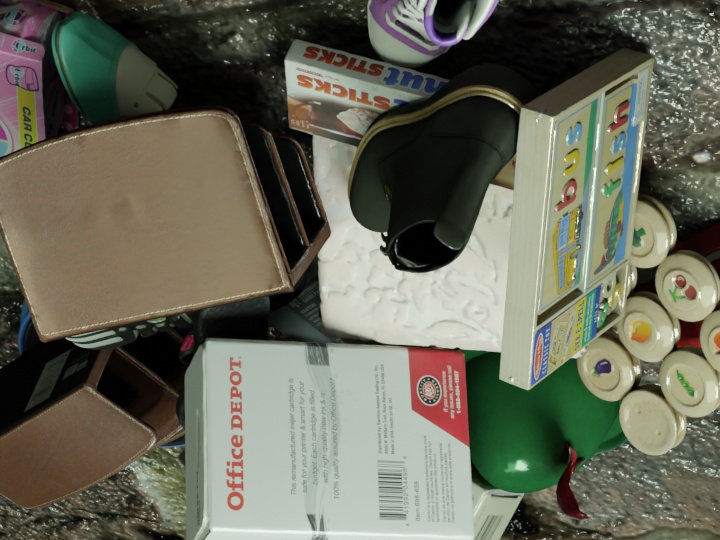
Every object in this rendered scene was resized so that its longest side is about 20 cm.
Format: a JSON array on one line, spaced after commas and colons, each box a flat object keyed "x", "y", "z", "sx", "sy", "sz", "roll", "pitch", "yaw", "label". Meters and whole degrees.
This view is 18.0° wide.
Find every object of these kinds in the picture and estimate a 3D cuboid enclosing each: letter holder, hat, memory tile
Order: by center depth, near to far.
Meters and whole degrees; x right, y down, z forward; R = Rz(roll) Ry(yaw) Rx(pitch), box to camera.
[{"x": -0.144, "y": -0.051, "z": 1.591, "sx": 0.199, "sy": 0.101, "sz": 0.143, "roll": -12, "pitch": 110, "yaw": 21, "label": "letter holder"}, {"x": 0.186, "y": 0.021, "z": 1.602, "sx": 0.200, "sy": 0.017, "sz": 0.153, "roll": 52, "pitch": 135, "yaw": 12, "label": "memory tile"}, {"x": 0.121, "y": 0.161, "z": 1.695, "sx": 0.164, "sy": 0.177, "sz": 0.200, "roll": -6, "pitch": 143, "yaw": 20, "label": "hat"}, {"x": -0.210, "y": 0.127, "z": 1.858, "sx": 0.142, "sy": 0.101, "sz": 0.200, "roll": 39, "pitch": 137, "yaw": -22, "label": "letter holder"}]

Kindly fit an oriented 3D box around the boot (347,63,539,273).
[{"x": 0.028, "y": -0.041, "z": 1.493, "sx": 0.077, "sy": 0.139, "sz": 0.200, "roll": 31, "pitch": 147, "yaw": -10, "label": "boot"}]

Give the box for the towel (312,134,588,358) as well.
[{"x": 0.063, "y": -0.034, "z": 1.614, "sx": 0.199, "sy": 0.032, "sz": 0.192, "roll": 4, "pitch": 111, "yaw": 19, "label": "towel"}]

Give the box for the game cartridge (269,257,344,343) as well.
[{"x": 0.000, "y": 0.000, "z": 1.733, "sx": 0.133, "sy": 0.042, "sz": 0.200, "roll": 41, "pitch": 137, "yaw": -16, "label": "game cartridge"}]

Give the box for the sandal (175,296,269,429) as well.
[{"x": -0.103, "y": 0.057, "z": 1.715, "sx": 0.075, "sy": 0.045, "sz": 0.201, "roll": -14, "pitch": 148, "yaw": -18, "label": "sandal"}]

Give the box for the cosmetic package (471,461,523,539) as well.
[{"x": 0.019, "y": 0.152, "z": 1.784, "sx": 0.199, "sy": 0.071, "sz": 0.105, "roll": 31, "pitch": -174, "yaw": 20, "label": "cosmetic package"}]

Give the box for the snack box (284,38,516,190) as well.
[{"x": 0.045, "y": -0.102, "z": 1.546, "sx": 0.199, "sy": 0.024, "sz": 0.072, "roll": 16, "pitch": 144, "yaw": 13, "label": "snack box"}]

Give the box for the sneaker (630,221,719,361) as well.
[{"x": 0.276, "y": 0.025, "z": 1.621, "sx": 0.199, "sy": 0.079, "sz": 0.115, "roll": -4, "pitch": 144, "yaw": 44, "label": "sneaker"}]

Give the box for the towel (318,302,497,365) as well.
[{"x": 0.077, "y": 0.065, "z": 1.744, "sx": 0.146, "sy": 0.022, "sz": 0.200, "roll": -14, "pitch": 140, "yaw": 28, "label": "towel"}]

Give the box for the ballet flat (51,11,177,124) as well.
[{"x": -0.158, "y": -0.114, "z": 1.654, "sx": 0.070, "sy": 0.068, "sz": 0.201, "roll": 4, "pitch": 143, "yaw": 22, "label": "ballet flat"}]

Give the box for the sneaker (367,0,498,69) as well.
[{"x": 0.045, "y": -0.173, "z": 1.459, "sx": 0.072, "sy": 0.115, "sz": 0.201, "roll": 26, "pitch": 142, "yaw": -7, "label": "sneaker"}]

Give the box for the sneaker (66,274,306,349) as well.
[{"x": -0.141, "y": -0.017, "z": 1.731, "sx": 0.199, "sy": 0.116, "sz": 0.076, "roll": -12, "pitch": 154, "yaw": 12, "label": "sneaker"}]

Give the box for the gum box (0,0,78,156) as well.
[{"x": -0.274, "y": -0.126, "z": 1.690, "sx": 0.113, "sy": 0.066, "sz": 0.201, "roll": 16, "pitch": 140, "yaw": 9, "label": "gum box"}]

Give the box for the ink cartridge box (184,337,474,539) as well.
[{"x": -0.026, "y": 0.133, "z": 1.651, "sx": 0.198, "sy": 0.145, "sz": 0.084, "roll": 4, "pitch": 158, "yaw": -16, "label": "ink cartridge box"}]

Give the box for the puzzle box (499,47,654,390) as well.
[{"x": 0.143, "y": -0.035, "z": 1.508, "sx": 0.025, "sy": 0.133, "sz": 0.201, "roll": 21, "pitch": 123, "yaw": 30, "label": "puzzle box"}]

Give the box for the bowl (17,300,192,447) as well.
[{"x": -0.193, "y": 0.074, "z": 1.899, "sx": 0.199, "sy": 0.040, "sz": 0.201, "roll": 12, "pitch": 139, "yaw": 11, "label": "bowl"}]
